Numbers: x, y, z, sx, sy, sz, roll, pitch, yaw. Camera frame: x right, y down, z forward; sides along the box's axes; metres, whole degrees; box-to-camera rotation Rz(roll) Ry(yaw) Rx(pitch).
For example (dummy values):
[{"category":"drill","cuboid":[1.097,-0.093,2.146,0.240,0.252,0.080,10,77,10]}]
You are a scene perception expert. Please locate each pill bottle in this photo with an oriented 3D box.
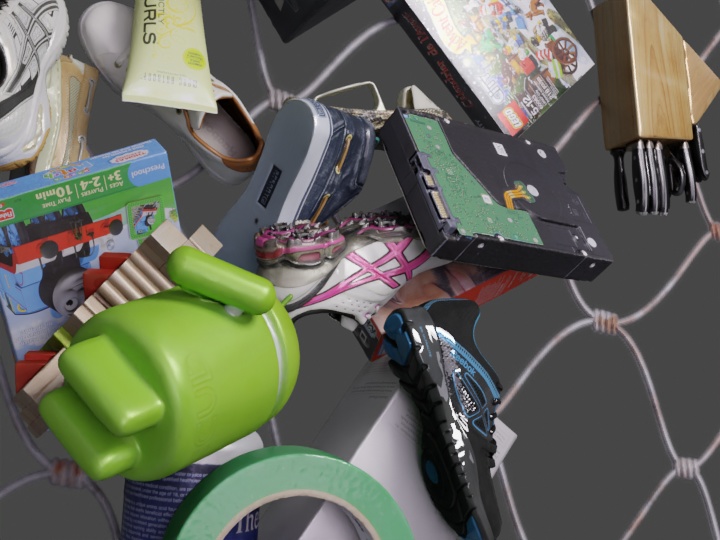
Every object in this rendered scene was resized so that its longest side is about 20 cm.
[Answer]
[{"category":"pill bottle","cuboid":[-0.134,0.181,0.878,0.109,0.111,0.203,5,87,-22]}]

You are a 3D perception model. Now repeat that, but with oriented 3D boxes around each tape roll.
[{"category":"tape roll","cuboid":[-0.054,0.236,0.821,0.197,0.048,0.204,0,89,-19]}]

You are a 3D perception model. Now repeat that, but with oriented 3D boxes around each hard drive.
[{"category":"hard drive","cuboid":[0.118,-0.063,0.949,0.198,0.038,0.141,8,48,-39]}]

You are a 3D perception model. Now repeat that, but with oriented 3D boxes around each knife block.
[{"category":"knife block","cuboid":[0.284,-0.160,1.129,0.200,0.064,0.176,45,69,-12]}]

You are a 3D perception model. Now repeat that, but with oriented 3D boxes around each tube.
[{"category":"tube","cuboid":[-0.159,-0.212,0.914,0.057,0.052,0.202,-17,56,16]}]

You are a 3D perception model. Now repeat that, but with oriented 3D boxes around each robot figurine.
[{"category":"robot figurine","cuboid":[-0.121,0.070,0.757,0.116,0.177,0.199,42,34,19]}]

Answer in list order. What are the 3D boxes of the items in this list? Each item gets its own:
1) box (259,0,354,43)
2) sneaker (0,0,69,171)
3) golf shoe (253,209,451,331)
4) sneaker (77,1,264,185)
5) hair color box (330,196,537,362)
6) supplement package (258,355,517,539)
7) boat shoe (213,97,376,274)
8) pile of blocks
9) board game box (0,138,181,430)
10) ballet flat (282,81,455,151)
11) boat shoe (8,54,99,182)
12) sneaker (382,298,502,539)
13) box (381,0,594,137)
[{"category":"box","cuboid":[-0.046,-0.333,0.939,0.117,0.200,0.198,-34,97,-21]},{"category":"sneaker","cuboid":[-0.277,-0.180,0.843,0.075,0.088,0.203,-14,61,10]},{"category":"golf shoe","cuboid":[0.000,0.000,0.915,0.198,0.072,0.094,-9,107,-30]},{"category":"sneaker","cuboid":[-0.154,-0.162,0.937,0.200,0.085,0.073,42,72,-11]},{"category":"hair color box","cuboid":[0.067,-0.014,1.003,0.198,0.064,0.112,-26,70,-22]},{"category":"supplement package","cuboid":[0.017,0.188,0.944,0.121,0.119,0.201,41,70,-14]},{"category":"boat shoe","cuboid":[-0.057,-0.049,0.947,0.090,0.071,0.202,5,121,-48]},{"category":"pile of blocks","cuboid":[-0.195,0.032,0.831,0.062,0.082,0.200,45,77,-8]},{"category":"board game box","cuboid":[-0.210,0.014,0.868,0.150,0.037,0.203,-20,122,-24]},{"category":"ballet flat","cuboid":[0.020,-0.139,1.020,0.197,0.068,0.077,0,74,-19]},{"category":"boat shoe","cuboid":[-0.244,-0.081,0.901,0.075,0.071,0.203,9,79,-33]},{"category":"sneaker","cuboid":[0.086,0.120,0.877,0.081,0.073,0.203,-15,89,-25]},{"category":"box","cuboid":[0.126,-0.241,1.087,0.136,0.038,0.201,-43,100,-21]}]
